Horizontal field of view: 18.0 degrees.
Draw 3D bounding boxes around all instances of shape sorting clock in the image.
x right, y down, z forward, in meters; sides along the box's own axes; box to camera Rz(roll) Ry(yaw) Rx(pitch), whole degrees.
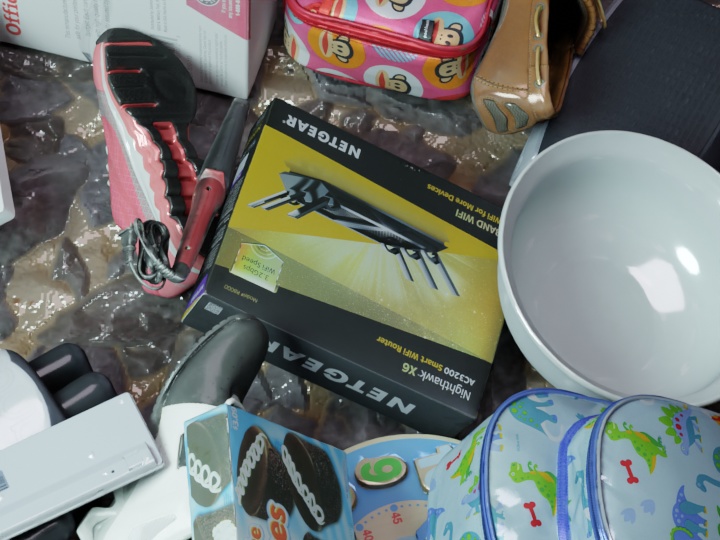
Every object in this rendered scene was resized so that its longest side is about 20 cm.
[{"bbox_3d":[0.034,0.194,1.425,0.198,0.039,0.202,1,60,-1],"label":"shape sorting clock"}]

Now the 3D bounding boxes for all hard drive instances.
[{"bbox_3d":[0.203,-0.118,1.609,0.134,0.042,0.201,26,63,13],"label":"hard drive"}]

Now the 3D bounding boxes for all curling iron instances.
[{"bbox_3d":[-0.106,-0.057,1.485,0.050,0.026,0.201,42,40,-13],"label":"curling iron"}]

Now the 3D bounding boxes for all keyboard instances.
[{"bbox_3d":[-0.215,0.134,1.329,0.199,0.011,0.056,-24,54,-12],"label":"keyboard"}]

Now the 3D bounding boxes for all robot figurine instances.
[{"bbox_3d":[-0.239,0.130,1.407,0.199,0.150,0.125,-32,89,-16],"label":"robot figurine"}]

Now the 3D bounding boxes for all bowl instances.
[{"bbox_3d":[0.169,0.017,1.489,0.199,0.090,0.203,8,60,-15],"label":"bowl"}]

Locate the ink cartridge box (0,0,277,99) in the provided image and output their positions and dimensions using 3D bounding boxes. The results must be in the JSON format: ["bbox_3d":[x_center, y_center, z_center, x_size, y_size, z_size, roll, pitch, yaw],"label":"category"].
[{"bbox_3d":[-0.162,-0.214,1.593,0.198,0.147,0.083,14,57,6],"label":"ink cartridge box"}]

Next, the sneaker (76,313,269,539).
[{"bbox_3d":[-0.093,0.125,1.368,0.088,0.074,0.201,24,80,27],"label":"sneaker"}]

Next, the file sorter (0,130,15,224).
[{"bbox_3d":[-0.335,-0.111,1.513,0.138,0.124,0.201,-26,59,20],"label":"file sorter"}]

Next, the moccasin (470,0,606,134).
[{"bbox_3d":[0.137,-0.180,1.587,0.077,0.074,0.202,-4,40,29],"label":"moccasin"}]

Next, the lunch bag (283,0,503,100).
[{"bbox_3d":[0.024,-0.226,1.647,0.175,0.082,0.201,14,56,8],"label":"lunch bag"}]

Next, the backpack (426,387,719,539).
[{"bbox_3d":[0.147,0.159,1.352,0.198,0.147,0.184,14,56,-23],"label":"backpack"}]

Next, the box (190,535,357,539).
[{"bbox_3d":[-0.064,0.227,1.378,0.157,0.051,0.201,-22,63,3],"label":"box"}]

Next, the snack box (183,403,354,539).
[{"bbox_3d":[-0.045,0.187,1.297,0.037,0.116,0.202,-24,59,30],"label":"snack box"}]

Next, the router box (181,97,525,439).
[{"bbox_3d":[0.000,0.000,1.492,0.199,0.052,0.158,24,60,-12],"label":"router box"}]

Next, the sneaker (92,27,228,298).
[{"bbox_3d":[-0.151,-0.072,1.546,0.073,0.087,0.201,2,58,-42],"label":"sneaker"}]
